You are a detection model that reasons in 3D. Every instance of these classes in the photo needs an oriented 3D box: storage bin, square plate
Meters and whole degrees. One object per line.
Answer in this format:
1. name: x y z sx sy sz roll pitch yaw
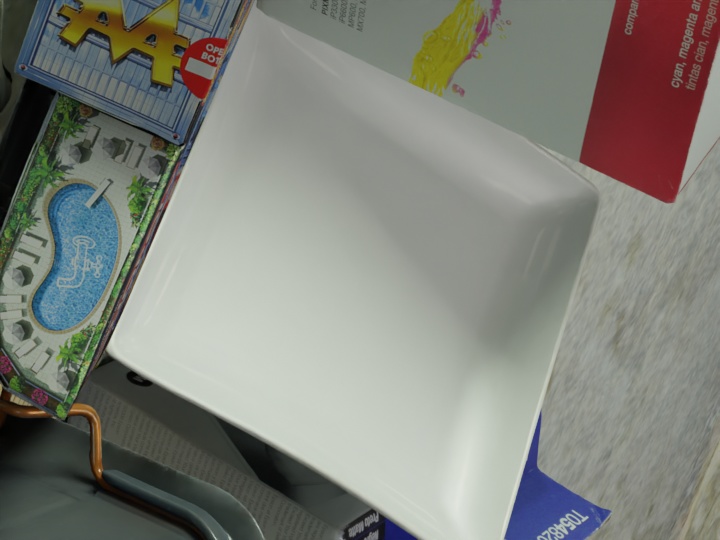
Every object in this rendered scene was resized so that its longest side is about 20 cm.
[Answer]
1. storage bin: -0.149 0.116 0.874 0.134 0.199 0.146 -10 113 -52
2. square plate: 0.000 0.000 1.054 0.028 0.200 0.199 -25 -141 51

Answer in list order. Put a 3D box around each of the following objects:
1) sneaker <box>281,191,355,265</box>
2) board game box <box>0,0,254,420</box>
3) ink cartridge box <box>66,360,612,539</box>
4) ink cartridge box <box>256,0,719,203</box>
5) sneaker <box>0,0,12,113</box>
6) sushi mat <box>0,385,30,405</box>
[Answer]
1. sneaker: -0.047 -0.017 1.079 0.200 0.084 0.075 -33 146 -51
2. board game box: -0.083 -0.057 0.843 0.200 0.061 0.201 -128 -119 -87
3. ink cartridge box: -0.001 0.082 1.156 0.199 0.200 0.041 -27 142 -57
4. ink cartridge box: 0.080 -0.155 1.010 0.145 0.199 0.145 -51 159 -40
5. sneaker: -0.150 -0.036 0.828 0.088 0.075 0.200 -40 155 -52
6. sushi mat: -0.172 0.109 1.060 0.096 0.012 0.201 -12 129 -64
